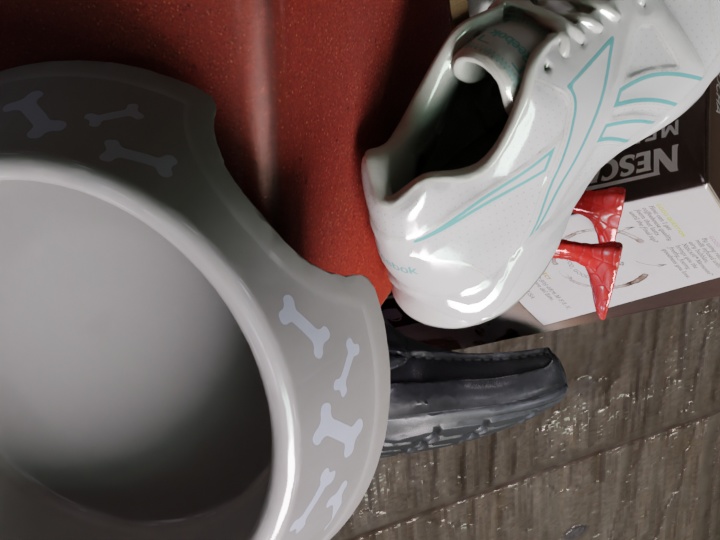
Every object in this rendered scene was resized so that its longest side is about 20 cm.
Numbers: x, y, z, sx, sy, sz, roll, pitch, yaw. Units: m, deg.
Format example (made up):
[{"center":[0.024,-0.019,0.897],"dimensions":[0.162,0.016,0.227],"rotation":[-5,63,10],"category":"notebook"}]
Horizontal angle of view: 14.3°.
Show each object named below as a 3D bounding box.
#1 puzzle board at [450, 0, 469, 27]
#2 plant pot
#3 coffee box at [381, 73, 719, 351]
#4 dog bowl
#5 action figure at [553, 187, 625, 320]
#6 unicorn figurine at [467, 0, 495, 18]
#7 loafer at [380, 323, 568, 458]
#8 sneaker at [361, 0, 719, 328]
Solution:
[{"center":[0.120,-0.129,1.310],"dimensions":[0.199,0.017,0.151],"rotation":[-23,147,-4],"category":"puzzle board"},{"center":[-0.075,-0.085,1.038],"dimensions":[0.200,0.199,0.177],"rotation":[-54,158,-50],"category":"plant pot"},{"center":[0.075,-0.039,1.246],"dimensions":[0.199,0.114,0.080],"rotation":[-12,141,25],"category":"coffee box"},{"center":[-0.091,0.033,0.962],"dimensions":[0.200,0.200,0.059],"rotation":[-47,180,33],"category":"dog bowl"},{"center":[0.000,0.000,1.163],"dimensions":[0.198,0.065,0.100],"rotation":[11,125,0],"category":"action figure"},{"center":[0.104,-0.125,1.185],"dimensions":[0.201,0.137,0.074],"rotation":[-58,158,-13],"category":"unicorn figurine"},{"center":[-0.008,0.044,1.217],"dimensions":[0.199,0.071,0.068],"rotation":[-5,168,-18],"category":"loafer"},{"center":[0.073,-0.074,1.037],"dimensions":[0.201,0.070,0.080],"rotation":[-53,146,-14],"category":"sneaker"}]
